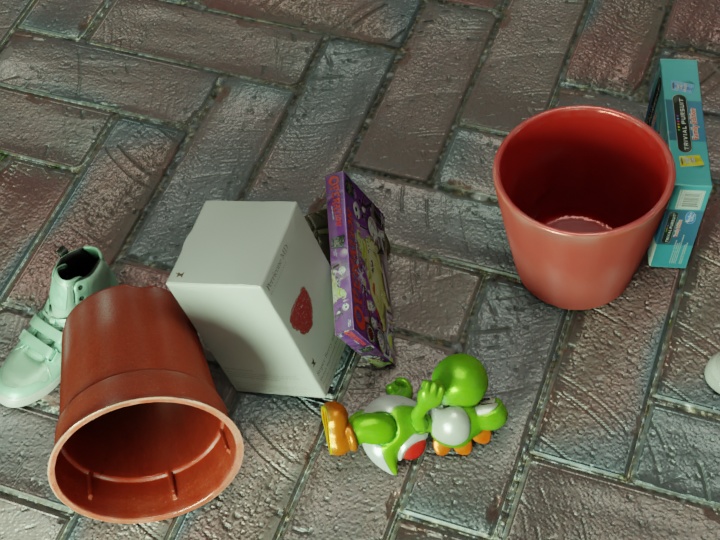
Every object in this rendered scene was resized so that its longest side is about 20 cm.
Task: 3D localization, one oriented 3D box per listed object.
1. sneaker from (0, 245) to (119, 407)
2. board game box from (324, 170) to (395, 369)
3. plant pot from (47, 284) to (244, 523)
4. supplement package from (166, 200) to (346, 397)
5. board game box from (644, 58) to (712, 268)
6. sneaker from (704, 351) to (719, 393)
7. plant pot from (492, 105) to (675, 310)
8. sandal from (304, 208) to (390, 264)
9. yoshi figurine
[{"bbox_3d":[-0.360,0.056,1.531,0.074,0.118,0.201,26,60,20],"label":"sneaker"},{"bbox_3d":[0.000,0.000,1.524,0.032,0.120,0.201,-17,61,24],"label":"board game box"},{"bbox_3d":[-0.239,0.131,1.430,0.200,0.201,0.196,-13,46,-5],"label":"plant pot"},{"bbox_3d":[-0.104,0.033,1.464,0.119,0.200,0.121,2,52,26],"label":"supplement package"},{"bbox_3d":[0.372,-0.128,1.592,0.047,0.151,0.200,3,53,2],"label":"board game box"},{"bbox_3d":[0.475,0.108,1.432,0.199,0.116,0.074,17,58,18],"label":"sneaker"},{"bbox_3d":[0.251,-0.061,1.536,0.200,0.178,0.201,-2,53,3],"label":"plant pot"},{"bbox_3d":[-0.062,-0.023,1.604,0.200,0.055,0.082,-15,75,-22],"label":"sandal"},{"bbox_3d":[0.058,0.141,1.446,0.199,0.112,0.113,-7,46,-5],"label":"yoshi figurine"}]
